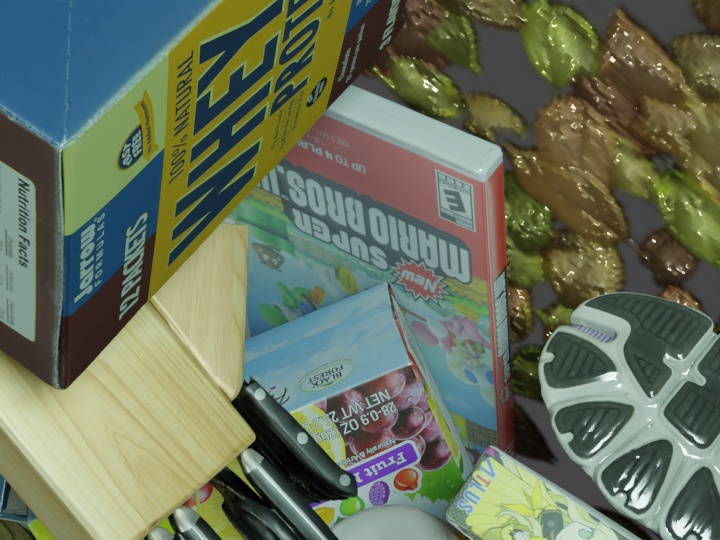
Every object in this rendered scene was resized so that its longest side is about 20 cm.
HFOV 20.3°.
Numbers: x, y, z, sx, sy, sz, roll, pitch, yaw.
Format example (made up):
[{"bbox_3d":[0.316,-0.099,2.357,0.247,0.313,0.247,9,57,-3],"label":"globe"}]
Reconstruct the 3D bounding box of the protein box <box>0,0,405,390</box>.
[{"bbox_3d":[-0.111,-0.113,0.655,0.199,0.199,0.135,34,149,12],"label":"protein box"}]

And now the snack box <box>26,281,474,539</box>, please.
[{"bbox_3d":[-0.024,0.126,0.854,0.068,0.168,0.201,-106,-9,-55],"label":"snack box"}]

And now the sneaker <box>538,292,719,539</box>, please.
[{"bbox_3d":[0.143,0.094,0.749,0.200,0.081,0.083,43,162,6],"label":"sneaker"}]

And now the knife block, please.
[{"bbox_3d":[-0.097,0.067,0.716,0.199,0.177,0.064,7,168,-19],"label":"knife block"}]

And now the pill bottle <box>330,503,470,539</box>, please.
[{"bbox_3d":[0.059,0.185,0.799,0.200,0.117,0.116,36,154,-29],"label":"pill bottle"}]

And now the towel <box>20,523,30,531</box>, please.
[{"bbox_3d":[-0.239,0.093,1.222,0.199,0.022,0.147,32,148,14],"label":"towel"}]

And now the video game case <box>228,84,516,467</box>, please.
[{"bbox_3d":[0.000,0.000,0.845,0.142,0.017,0.201,25,145,26],"label":"video game case"}]

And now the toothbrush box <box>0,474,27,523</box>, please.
[{"bbox_3d":[-0.220,0.026,0.894,0.198,0.148,0.085,8,170,16],"label":"toothbrush box"}]

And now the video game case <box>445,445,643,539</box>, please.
[{"bbox_3d":[0.129,0.138,0.763,0.181,0.036,0.200,33,177,18],"label":"video game case"}]
